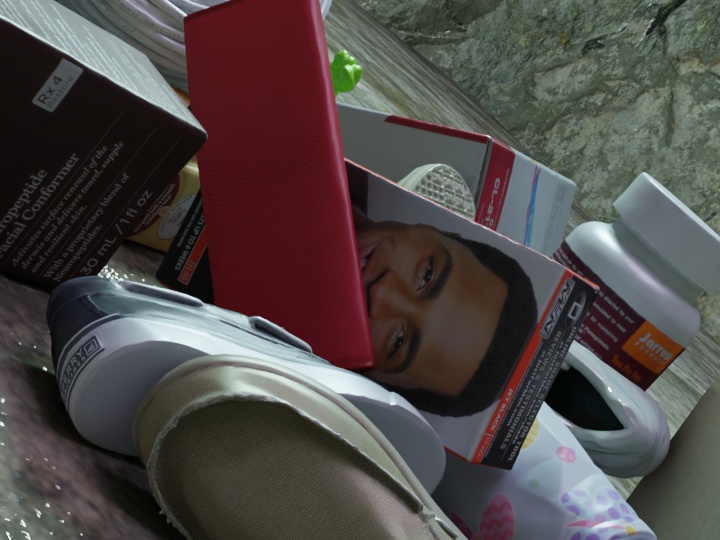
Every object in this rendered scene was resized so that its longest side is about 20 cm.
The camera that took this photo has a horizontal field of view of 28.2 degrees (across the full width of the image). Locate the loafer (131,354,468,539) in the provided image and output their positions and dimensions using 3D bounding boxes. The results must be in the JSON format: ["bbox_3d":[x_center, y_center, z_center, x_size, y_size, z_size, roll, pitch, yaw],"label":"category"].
[{"bbox_3d":[0.001,0.107,0.525,0.200,0.076,0.068,40,6,-12],"label":"loafer"}]

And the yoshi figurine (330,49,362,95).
[{"bbox_3d":[-0.040,-0.115,1.153,0.200,0.112,0.112,42,25,-6],"label":"yoshi figurine"}]

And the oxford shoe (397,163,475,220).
[{"bbox_3d":[0.000,0.000,0.845,0.200,0.057,0.076,-43,107,-46],"label":"oxford shoe"}]

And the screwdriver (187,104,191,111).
[{"bbox_3d":[-0.087,-0.059,0.734,0.200,0.028,0.029,-79,151,-65],"label":"screwdriver"}]

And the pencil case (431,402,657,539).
[{"bbox_3d":[0.065,0.100,0.743,0.083,0.091,0.200,-19,48,-26],"label":"pencil case"}]

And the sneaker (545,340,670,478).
[{"bbox_3d":[0.101,0.054,0.886,0.199,0.071,0.080,30,-3,25],"label":"sneaker"}]

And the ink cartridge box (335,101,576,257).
[{"bbox_3d":[0.054,-0.054,1.025,0.145,0.084,0.200,15,1,25],"label":"ink cartridge box"}]

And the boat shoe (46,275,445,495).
[{"bbox_3d":[-0.045,0.054,0.601,0.199,0.072,0.068,22,22,-39],"label":"boat shoe"}]

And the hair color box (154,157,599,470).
[{"bbox_3d":[0.005,0.006,0.707,0.199,0.102,0.061,27,1,27],"label":"hair color box"}]

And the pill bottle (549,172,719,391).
[{"bbox_3d":[0.158,0.039,0.969,0.109,0.200,0.110,39,12,-10],"label":"pill bottle"}]

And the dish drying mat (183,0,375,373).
[{"bbox_3d":[-0.042,-0.042,0.696,0.018,0.076,0.202,28,50,-63],"label":"dish drying mat"}]

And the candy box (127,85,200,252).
[{"bbox_3d":[-0.103,-0.058,0.836,0.116,0.055,0.200,49,14,29],"label":"candy box"}]

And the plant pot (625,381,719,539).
[{"bbox_3d":[0.262,0.180,0.854,0.199,0.201,0.177,34,4,-30],"label":"plant pot"}]

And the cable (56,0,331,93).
[{"bbox_3d":[-0.108,-0.210,0.906,0.199,0.069,0.201,28,59,-17],"label":"cable"}]

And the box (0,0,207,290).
[{"bbox_3d":[-0.165,-0.071,0.573,0.199,0.100,0.075,27,18,-50],"label":"box"}]
